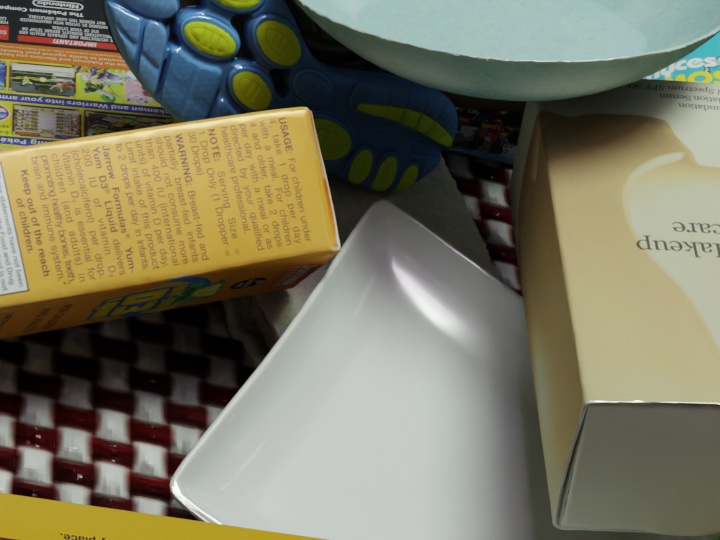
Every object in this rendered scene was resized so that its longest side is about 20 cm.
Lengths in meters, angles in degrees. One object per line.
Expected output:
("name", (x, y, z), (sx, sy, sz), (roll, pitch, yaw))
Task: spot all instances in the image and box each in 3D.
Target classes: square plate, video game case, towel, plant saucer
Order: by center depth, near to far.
("square plate", (0.043, 0.089, 1.055), (0.198, 0.028, 0.200), (36, 44, -1))
("plant saucer", (0.060, -0.111, 1.128), (0.200, 0.039, 0.201), (4, 27, -2))
("video game case", (-0.156, -0.082, 1.176), (0.199, 0.026, 0.181), (4, 39, -9))
("towel", (0.000, 0.000, 1.177), (0.132, 0.035, 0.200), (5, 39, -25))

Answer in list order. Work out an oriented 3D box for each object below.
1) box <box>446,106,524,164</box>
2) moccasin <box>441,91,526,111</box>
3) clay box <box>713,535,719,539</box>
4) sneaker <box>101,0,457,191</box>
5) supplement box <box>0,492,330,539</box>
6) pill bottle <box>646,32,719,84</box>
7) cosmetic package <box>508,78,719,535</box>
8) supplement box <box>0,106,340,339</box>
("box", (0.037, -0.135, 1.361), (0.136, 0.038, 0.200), (12, 37, -15))
("moccasin", (0.021, -0.140, 1.233), (0.201, 0.078, 0.074), (37, 57, -19))
("clay box", (0.194, 0.136, 1.065), (0.115, 0.048, 0.200), (40, 38, -7))
("sneaker", (-0.043, -0.094, 1.162), (0.199, 0.071, 0.083), (24, 17, -43))
("supplement box", (-0.050, 0.195, 0.819), (0.197, 0.133, 0.200), (10, 38, -18))
("pill bottle", (0.166, -0.059, 1.274), (0.110, 0.111, 0.200), (17, 36, -8))
("cosmetic package", (0.121, 0.010, 1.071), (0.105, 0.071, 0.200), (2, 41, -7))
("supplement box", (-0.112, -0.014, 1.058), (0.199, 0.067, 0.069), (-12, 81, -21))
